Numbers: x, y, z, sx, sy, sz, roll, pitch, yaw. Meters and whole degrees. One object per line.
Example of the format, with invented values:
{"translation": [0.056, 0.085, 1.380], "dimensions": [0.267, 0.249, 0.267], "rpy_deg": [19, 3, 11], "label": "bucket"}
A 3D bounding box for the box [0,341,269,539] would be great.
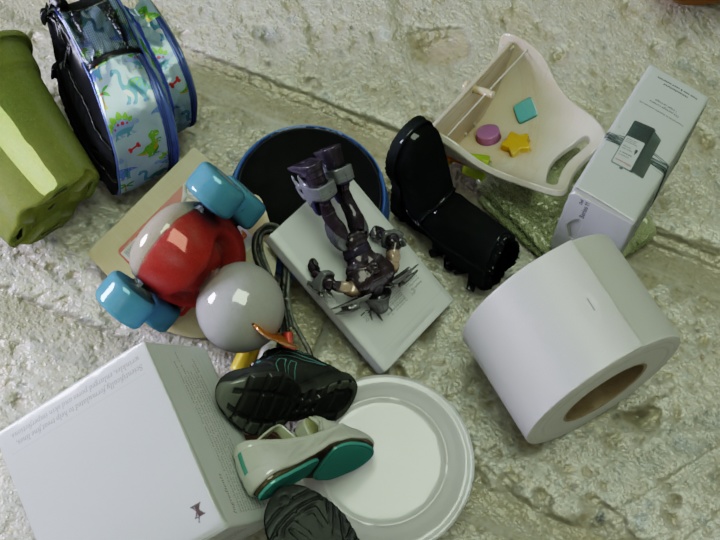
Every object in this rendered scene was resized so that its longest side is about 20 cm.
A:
{"translation": [-0.221, 0.205, 1.350], "dimensions": [0.197, 0.130, 0.202], "rpy_deg": [-30, 75, 15], "label": "box"}

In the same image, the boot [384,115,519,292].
{"translation": [0.107, -0.071, 1.550], "dimensions": [0.073, 0.199, 0.162], "rpy_deg": [-41, 67, -20], "label": "boot"}

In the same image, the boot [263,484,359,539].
{"translation": [-0.025, 0.314, 1.350], "dimensions": [0.200, 0.169, 0.076], "rpy_deg": [42, 66, 9], "label": "boot"}

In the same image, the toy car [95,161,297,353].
{"translation": [-0.141, 0.024, 1.447], "dimensions": [0.200, 0.177, 0.185], "rpy_deg": [42, 93, 11], "label": "toy car"}

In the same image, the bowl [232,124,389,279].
{"translation": [-0.062, -0.086, 1.622], "dimensions": [0.197, 0.040, 0.203], "rpy_deg": [3, 63, -5], "label": "bowl"}

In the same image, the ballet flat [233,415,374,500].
{"translation": [-0.057, 0.180, 1.376], "dimensions": [0.070, 0.070, 0.199], "rpy_deg": [53, 29, 19], "label": "ballet flat"}

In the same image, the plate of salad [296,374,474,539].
{"translation": [0.026, 0.213, 1.477], "dimensions": [0.197, 0.048, 0.203], "rpy_deg": [-2, 66, 4], "label": "plate of salad"}

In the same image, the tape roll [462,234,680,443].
{"translation": [0.230, 0.077, 1.481], "dimensions": [0.201, 0.203, 0.140], "rpy_deg": [-25, 69, -18], "label": "tape roll"}

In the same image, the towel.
{"translation": [0.250, -0.076, 1.653], "dimensions": [0.148, 0.037, 0.200], "rpy_deg": [-38, 73, -21], "label": "towel"}

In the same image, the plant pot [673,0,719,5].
{"translation": [0.464, -0.440, 1.786], "dimensions": [0.197, 0.200, 0.142], "rpy_deg": [-6, 81, -9], "label": "plant pot"}

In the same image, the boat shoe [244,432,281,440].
{"translation": [-0.167, 0.197, 1.457], "dimensions": [0.197, 0.077, 0.072], "rpy_deg": [6, 24, 8], "label": "boat shoe"}

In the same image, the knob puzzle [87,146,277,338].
{"translation": [-0.183, -0.010, 1.563], "dimensions": [0.216, 0.030, 0.223], "rpy_deg": [0, 83, -2], "label": "knob puzzle"}

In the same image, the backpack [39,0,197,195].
{"translation": [-0.270, -0.207, 1.581], "dimensions": [0.145, 0.183, 0.202], "rpy_deg": [-20, 71, -15], "label": "backpack"}

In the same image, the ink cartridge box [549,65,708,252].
{"translation": [0.311, -0.112, 1.575], "dimensions": [0.082, 0.147, 0.201], "rpy_deg": [31, 66, 11], "label": "ink cartridge box"}

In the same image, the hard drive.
{"translation": [0.000, 0.000, 1.551], "dimensions": [0.201, 0.027, 0.132], "rpy_deg": [50, 61, -5], "label": "hard drive"}

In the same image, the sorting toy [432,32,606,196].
{"translation": [0.192, -0.161, 1.623], "dimensions": [0.179, 0.108, 0.200], "rpy_deg": [28, 58, 24], "label": "sorting toy"}

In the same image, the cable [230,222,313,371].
{"translation": [-0.089, 0.048, 1.520], "dimensions": [0.096, 0.050, 0.203], "rpy_deg": [9, 83, -9], "label": "cable"}

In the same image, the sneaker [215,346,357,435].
{"translation": [-0.090, 0.123, 1.419], "dimensions": [0.079, 0.199, 0.076], "rpy_deg": [37, 107, 33], "label": "sneaker"}

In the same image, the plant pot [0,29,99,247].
{"translation": [-0.401, -0.136, 1.540], "dimensions": [0.200, 0.201, 0.185], "rpy_deg": [-38, 83, -22], "label": "plant pot"}

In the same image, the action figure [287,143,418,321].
{"translation": [-0.010, -0.037, 1.505], "dimensions": [0.129, 0.069, 0.202], "rpy_deg": [-30, 102, -35], "label": "action figure"}
